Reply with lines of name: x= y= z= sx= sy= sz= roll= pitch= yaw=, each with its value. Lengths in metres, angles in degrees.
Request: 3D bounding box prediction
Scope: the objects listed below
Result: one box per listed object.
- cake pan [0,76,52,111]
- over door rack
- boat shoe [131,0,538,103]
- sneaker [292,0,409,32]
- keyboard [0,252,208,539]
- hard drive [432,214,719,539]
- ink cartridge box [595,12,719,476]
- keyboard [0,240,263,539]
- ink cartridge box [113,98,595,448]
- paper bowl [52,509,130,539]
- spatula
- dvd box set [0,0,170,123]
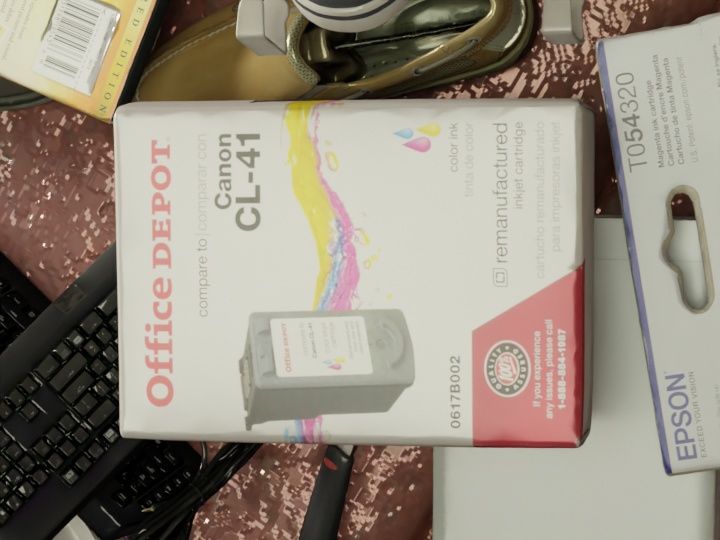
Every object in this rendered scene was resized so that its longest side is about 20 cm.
cake pan: x=-0.188 y=-0.177 z=1.038 sx=0.200 sy=0.037 sz=0.201 roll=1 pitch=95 yaw=17
over door rack: x=0.031 y=-0.179 z=0.939 sx=0.147 sy=0.067 sz=0.201 roll=-1 pitch=68 yaw=16
boat shoe: x=-0.022 y=-0.101 z=0.973 sx=0.200 sy=0.076 sz=0.072 roll=-18 pitch=90 yaw=18
sneaker: x=0.004 y=-0.201 z=0.877 sx=0.078 sy=0.079 sz=0.201 roll=8 pitch=72 yaw=18
keyboard: x=-0.162 y=0.044 z=1.014 sx=0.200 sy=0.104 sz=0.040 roll=43 pitch=133 yaw=9
hard drive: x=0.098 y=0.075 z=0.979 sx=0.131 sy=0.026 sz=0.201 roll=2 pitch=95 yaw=17
ink cartridge box: x=0.215 y=-0.022 z=0.922 sx=0.199 sy=0.043 sz=0.197 roll=-8 pitch=93 yaw=14
keyboard: x=-0.092 y=0.055 z=0.987 sx=0.127 sy=0.021 sz=0.200 roll=46 pitch=76 yaw=-9
ink cartridge box: x=0.000 y=0.000 z=0.918 sx=0.199 sy=0.086 sz=0.148 roll=0 pitch=93 yaw=8
paper bowl: x=-0.201 y=0.174 z=1.039 sx=0.200 sy=0.104 sz=0.201 roll=2 pitch=95 yaw=18
spatula: x=0.000 y=0.070 z=1.004 sx=0.056 sy=0.021 sz=0.200 roll=36 pitch=112 yaw=44
dvd box set: x=-0.175 y=-0.173 z=0.985 sx=0.200 sy=0.029 sz=0.147 roll=23 pitch=100 yaw=5
